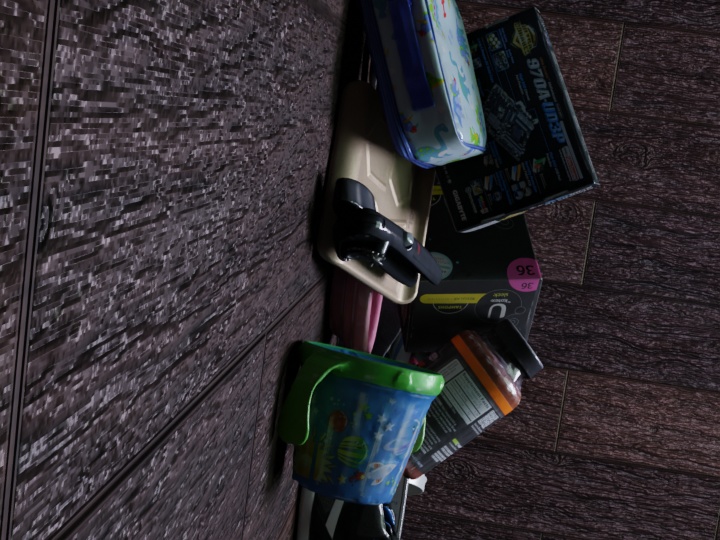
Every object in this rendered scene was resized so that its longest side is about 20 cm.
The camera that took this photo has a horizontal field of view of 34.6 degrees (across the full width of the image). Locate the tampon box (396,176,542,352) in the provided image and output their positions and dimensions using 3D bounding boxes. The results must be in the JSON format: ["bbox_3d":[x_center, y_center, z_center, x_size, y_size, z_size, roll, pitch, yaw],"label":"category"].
[{"bbox_3d":[0.118,-0.018,1.389,0.126,0.149,0.200,95,-9,-45],"label":"tampon box"}]

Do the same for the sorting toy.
[{"bbox_3d":[0.016,-0.075,1.192,0.200,0.036,0.186,30,66,-60],"label":"sorting toy"}]

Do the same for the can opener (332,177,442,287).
[{"bbox_3d":[0.033,-0.023,1.119,0.200,0.063,0.079,37,61,-55],"label":"can opener"}]

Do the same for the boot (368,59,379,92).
[{"bbox_3d":[0.099,-0.193,1.344,0.069,0.174,0.200,-86,173,-55],"label":"boot"}]

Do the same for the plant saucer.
[{"bbox_3d":[0.000,0.000,1.340,0.201,0.051,0.201,7,90,-85],"label":"plant saucer"}]

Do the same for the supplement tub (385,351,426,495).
[{"bbox_3d":[0.048,0.219,1.708,0.145,0.144,0.201,86,13,-69],"label":"supplement tub"}]

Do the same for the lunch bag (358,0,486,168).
[{"bbox_3d":[0.062,-0.207,1.156,0.161,0.082,0.201,-10,86,-74],"label":"lunch bag"}]

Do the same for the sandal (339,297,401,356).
[{"bbox_3d":[0.005,0.098,1.474,0.043,0.076,0.201,-51,159,-79],"label":"sandal"}]

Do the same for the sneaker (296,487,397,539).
[{"bbox_3d":[-0.017,0.314,1.300,0.073,0.112,0.201,-68,166,-66],"label":"sneaker"}]

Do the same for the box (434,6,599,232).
[{"bbox_3d":[0.147,-0.159,1.240,0.201,0.159,0.046,71,18,3],"label":"box"}]

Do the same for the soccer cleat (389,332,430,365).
[{"bbox_3d":[0.072,0.122,1.543,0.086,0.070,0.201,134,-39,-64],"label":"soccer cleat"}]

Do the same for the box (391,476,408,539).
[{"bbox_3d":[0.007,0.216,1.391,0.060,0.116,0.201,91,9,-75],"label":"box"}]

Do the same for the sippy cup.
[{"bbox_3d":[-0.004,0.143,1.073,0.140,0.177,0.131,-173,-83,-71],"label":"sippy cup"}]

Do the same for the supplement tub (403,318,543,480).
[{"bbox_3d":[0.107,0.140,1.311,0.107,0.200,0.107,54,1,-1],"label":"supplement tub"}]
